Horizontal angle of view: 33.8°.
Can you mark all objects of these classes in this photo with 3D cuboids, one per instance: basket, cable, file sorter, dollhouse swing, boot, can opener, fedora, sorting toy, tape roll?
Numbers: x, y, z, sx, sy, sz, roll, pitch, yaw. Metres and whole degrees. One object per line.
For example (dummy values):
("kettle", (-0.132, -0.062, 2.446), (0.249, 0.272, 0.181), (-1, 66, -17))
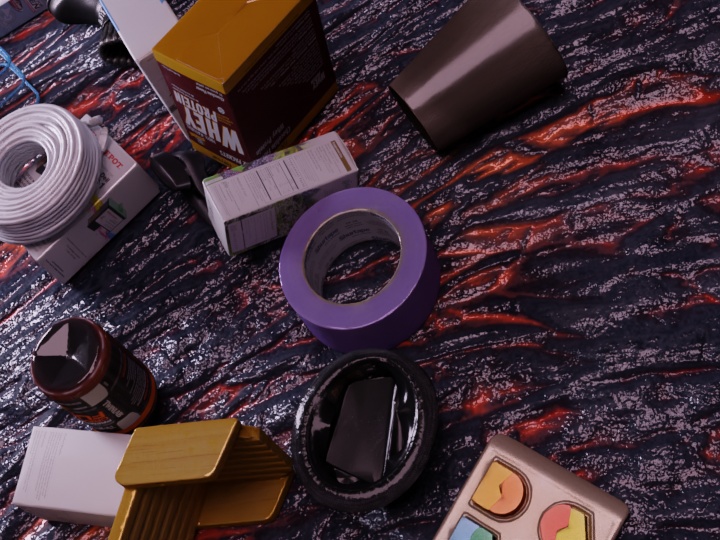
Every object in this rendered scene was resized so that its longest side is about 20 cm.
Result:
("basket", (0.147, -0.267, 1.596), (0.199, 0.136, 0.181), (-37, 64, 1))
("cable", (-0.459, -0.137, 1.664), (0.197, 0.069, 0.203), (-7, 62, 15))
("file sorter", (-0.609, -0.314, 1.827), (0.123, 0.201, 0.138), (-44, 60, -10))
("dollhouse swing", (-0.184, 0.294, 1.380), (0.179, 0.200, 0.178), (-7, 61, 14))
("boot", (-0.404, -0.388, 1.865), (0.208, 0.080, 0.160), (-9, 62, 13))
("can opener", (-0.218, -0.097, 1.674), (0.078, 0.064, 0.200), (-31, 65, -30))
("fedora", (0.013, 0.200, 1.426), (0.197, 0.092, 0.204), (-8, 62, 15))
("sorting toy", (0.181, 0.307, 1.349), (0.184, 0.037, 0.201), (27, 75, 28))
("tape roll", (0.000, 0.000, 1.535), (0.197, 0.085, 0.203), (-7, 62, 14))

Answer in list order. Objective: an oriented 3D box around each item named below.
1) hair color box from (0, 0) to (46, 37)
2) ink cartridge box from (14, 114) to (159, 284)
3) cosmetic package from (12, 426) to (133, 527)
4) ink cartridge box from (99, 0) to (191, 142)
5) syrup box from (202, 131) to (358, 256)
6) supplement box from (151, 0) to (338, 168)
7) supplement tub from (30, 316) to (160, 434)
("hair color box", (-0.627, -0.435, 1.973), (0.198, 0.061, 0.100), (-32, 59, 1))
("ink cartridge box", (-0.415, -0.106, 1.724), (0.200, 0.084, 0.145), (-45, 60, -7))
("cosmetic package", (-0.329, 0.267, 1.509), (0.197, 0.085, 0.109), (4, 66, 19))
("ink cartridge box", (-0.278, -0.307, 1.713), (0.083, 0.201, 0.146), (-33, 59, -3))
("syrup box", (-0.104, -0.104, 1.594), (0.198, 0.079, 0.082), (-23, 58, -14))
("supplement box", (-0.153, -0.276, 1.639), (0.132, 0.201, 0.198), (27, 65, 27))
("supplement tub", (-0.325, 0.145, 1.502), (0.105, 0.200, 0.108), (-8, 61, 15))
